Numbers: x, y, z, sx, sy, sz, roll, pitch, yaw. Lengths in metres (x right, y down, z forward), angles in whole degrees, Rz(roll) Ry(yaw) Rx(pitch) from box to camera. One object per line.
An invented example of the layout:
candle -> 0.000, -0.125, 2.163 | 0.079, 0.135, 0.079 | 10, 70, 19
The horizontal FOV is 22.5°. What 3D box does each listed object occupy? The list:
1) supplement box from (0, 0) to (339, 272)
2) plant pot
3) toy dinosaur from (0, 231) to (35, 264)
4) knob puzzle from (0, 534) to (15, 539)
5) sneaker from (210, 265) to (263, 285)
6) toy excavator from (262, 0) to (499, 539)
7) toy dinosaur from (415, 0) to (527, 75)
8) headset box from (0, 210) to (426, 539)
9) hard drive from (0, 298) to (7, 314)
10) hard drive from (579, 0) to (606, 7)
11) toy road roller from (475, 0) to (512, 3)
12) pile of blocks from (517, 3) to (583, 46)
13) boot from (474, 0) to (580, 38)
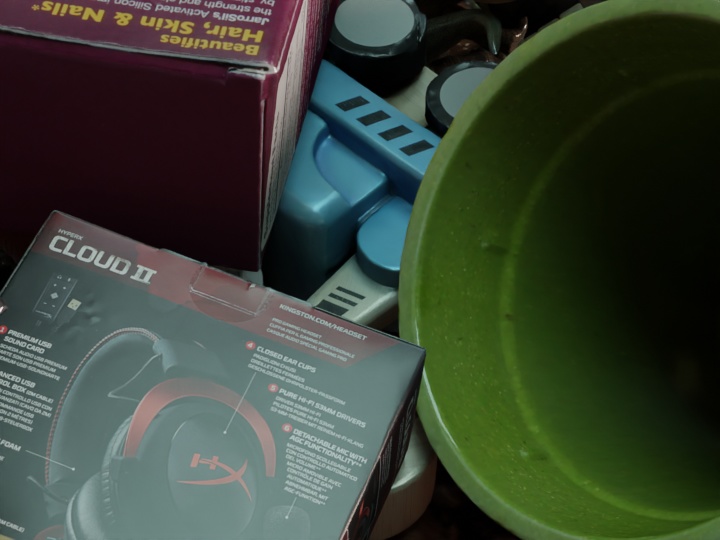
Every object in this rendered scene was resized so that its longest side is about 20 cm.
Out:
supplement box -> -0.078, -0.110, 0.717 | 0.131, 0.103, 0.200 | 10, 45, 4
plant pot -> 0.149, 0.015, 0.697 | 0.190, 0.200, 0.200 | 14, 28, -49
toy dinosaur -> -0.187, -0.091, 0.741 | 0.200, 0.182, 0.105 | 15, 40, 2
knob puzzle -> -0.104, 0.170, 0.508 | 0.219, 0.030, 0.220 | 0, 69, 1
sneaker -> -0.095, -0.042, 0.778 | 0.082, 0.075, 0.200 | 13, 38, -27
toy excavator -> 0.000, 0.000, 0.770 | 0.194, 0.100, 0.200 | 38, 60, 25
toy dinosaur -> 0.021, -0.116, 0.898 | 0.102, 0.077, 0.200 | -3, 28, -13
headset box -> -0.074, 0.080, 0.622 | 0.148, 0.075, 0.200 | 20, 56, 8
hard drive -> -0.203, 0.071, 0.546 | 0.038, 0.200, 0.140 | 50, 46, -5
hard drive -> 0.158, -0.091, 0.717 | 0.200, 0.026, 0.132 | 35, 2, 27
toy road roller -> 0.116, -0.208, 0.859 | 0.200, 0.146, 0.123 | -4, 26, -21
pile of blocks -> 0.144, -0.067, 0.873 | 0.200, 0.082, 0.062 | 22, 32, -27
boot -> 0.177, -0.141, 0.975 | 0.200, 0.073, 0.151 | -13, 45, -22
